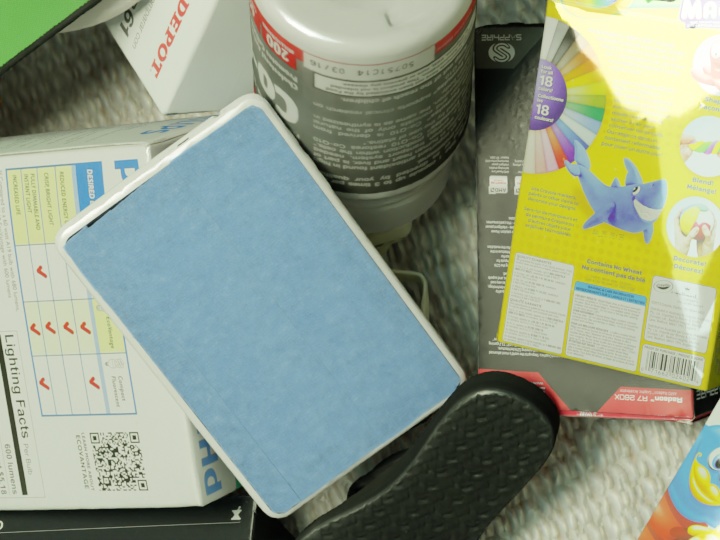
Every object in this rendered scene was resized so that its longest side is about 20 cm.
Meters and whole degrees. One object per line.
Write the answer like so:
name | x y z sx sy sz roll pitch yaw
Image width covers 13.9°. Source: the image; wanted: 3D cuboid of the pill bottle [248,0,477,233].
pill bottle | 0.001 -0.107 1.499 0.113 0.200 0.115 0 62 0

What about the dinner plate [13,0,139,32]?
dinner plate | -0.184 -0.216 1.558 0.199 0.024 0.201 8 117 16

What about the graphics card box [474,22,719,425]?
graphics card box | 0.122 -0.027 1.508 0.125 0.051 0.201 1 97 30

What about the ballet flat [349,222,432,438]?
ballet flat | 0.000 0.000 1.597 0.073 0.073 0.201 -24 65 26

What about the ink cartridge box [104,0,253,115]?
ink cartridge box | -0.094 -0.204 1.627 0.200 0.084 0.145 55 135 31

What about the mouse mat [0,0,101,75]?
mouse mat | -0.247 -0.164 1.583 0.200 0.008 0.161 -33 102 26

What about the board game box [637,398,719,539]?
board game box | 0.228 0.096 1.416 0.103 0.105 0.201 34 101 29

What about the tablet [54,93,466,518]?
tablet | -0.048 0.021 1.506 0.130 0.200 0.014 -35 23 4

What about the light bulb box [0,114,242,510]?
light bulb box | -0.150 0.023 1.614 0.199 0.125 0.200 -3 100 30

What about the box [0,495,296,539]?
box | -0.142 0.203 1.599 0.199 0.079 0.142 -4 65 20

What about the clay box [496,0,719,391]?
clay box | 0.139 -0.052 1.440 0.114 0.048 0.201 13 100 24

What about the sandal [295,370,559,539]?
sandal | 0.036 0.120 1.554 0.075 0.048 0.200 38 123 -13
